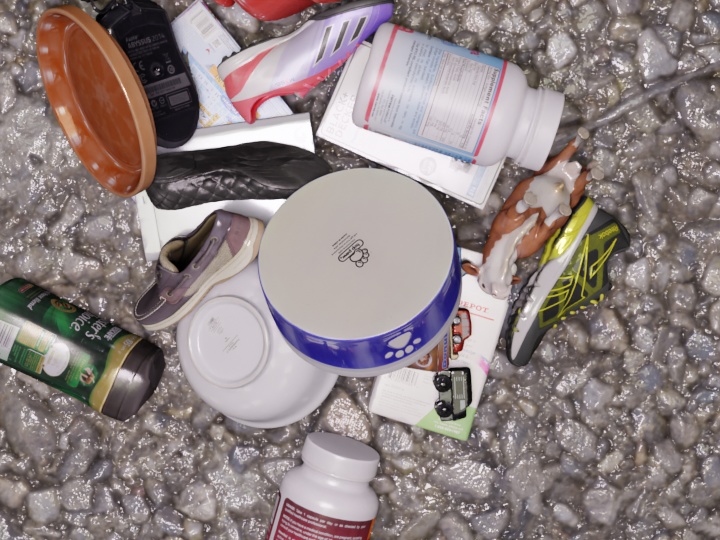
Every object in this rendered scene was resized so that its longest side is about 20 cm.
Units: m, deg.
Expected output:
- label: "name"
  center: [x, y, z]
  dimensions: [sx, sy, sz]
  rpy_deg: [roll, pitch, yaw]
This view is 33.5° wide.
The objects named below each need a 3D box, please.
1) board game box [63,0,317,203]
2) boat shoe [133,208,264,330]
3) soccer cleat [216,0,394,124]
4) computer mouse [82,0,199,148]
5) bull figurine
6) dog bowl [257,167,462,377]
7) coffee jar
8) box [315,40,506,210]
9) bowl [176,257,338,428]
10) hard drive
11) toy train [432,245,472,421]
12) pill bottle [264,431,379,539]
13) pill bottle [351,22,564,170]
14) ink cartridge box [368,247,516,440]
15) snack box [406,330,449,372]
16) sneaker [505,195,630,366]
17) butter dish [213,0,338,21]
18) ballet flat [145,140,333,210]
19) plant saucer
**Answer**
- label: "board game box"
  center: [-0.184, -0.155, 1.310]
  dimensions: [0.199, 0.041, 0.200]
  rpy_deg: [-39, 94, 5]
- label: "boat shoe"
  center: [-0.181, -0.005, 1.244]
  dimensions: [0.065, 0.072, 0.200]
  rpy_deg: [33, 133, -29]
- label: "soccer cleat"
  center: [-0.049, -0.222, 1.242]
  dimensions: [0.199, 0.068, 0.074]
  rpy_deg: [-23, 89, 8]
- label: "computer mouse"
  center: [-0.226, -0.223, 1.240]
  dimensions: [0.053, 0.138, 0.201]
  rpy_deg: [-6, 102, 46]
- label: "bull figurine"
  center: [0.183, -0.059, 1.240]
  dimensions: [0.065, 0.121, 0.200]
  rpy_deg: [38, 57, -2]
- label: "dog bowl"
  center: [0.000, 0.000, 1.191]
  dimensions: [0.198, 0.079, 0.201]
  rpy_deg: [-5, 60, 8]
- label: "coffee jar"
  center: [-0.315, 0.087, 1.310]
  dimensions: [0.199, 0.104, 0.086]
  rpy_deg: [27, 99, -2]
- label: "box"
  center: [0.063, -0.157, 1.293]
  dimensions: [0.199, 0.060, 0.117]
  rpy_deg: [25, 96, -1]
- label: "bowl"
  center: [-0.122, 0.073, 1.279]
  dimensions: [0.200, 0.090, 0.203]
  rpy_deg: [0, 91, 20]
- label: "hard drive"
  center: [-0.142, -0.090, 1.283]
  dimensions: [0.198, 0.027, 0.133]
  rpy_deg: [-8, 98, 1]
- label: "toy train"
  center: [0.096, 0.060, 1.260]
  dimensions: [0.045, 0.034, 0.202]
  rpy_deg: [-4, 96, 0]
- label: "pill bottle"
  center: [-0.045, 0.288, 1.319]
  dimensions: [0.112, 0.113, 0.201]
  rpy_deg: [16, 97, 0]
- label: "pill bottle"
  center: [0.098, -0.170, 1.206]
  dimensions: [0.199, 0.109, 0.109]
  rpy_deg: [18, 97, -1]
- label: "ink cartridge box"
  center: [0.090, 0.070, 1.313]
  dimensions: [0.116, 0.067, 0.201]
  rpy_deg: [17, 97, 0]
- label: "snack box"
  center: [0.008, 0.060, 1.282]
  dimensions: [0.199, 0.024, 0.072]
  rpy_deg: [6, 97, 37]
- label: "sneaker"
  center: [0.226, 0.022, 1.300]
  dimensions: [0.084, 0.074, 0.201]
  rpy_deg: [27, 96, -2]
- label: "butter dish"
  center: [-0.104, -0.331, 1.236]
  dimensions: [0.148, 0.200, 0.200]
  rpy_deg: [-37, 93, 28]
- label: "ballet flat"
  center: [-0.127, -0.096, 1.251]
  dimensions: [0.198, 0.057, 0.067]
  rpy_deg: [-1, 54, -1]
- label: "plant saucer"
  center: [-0.263, -0.171, 1.206]
  dimensions: [0.032, 0.200, 0.201]
  rpy_deg: [-30, 95, -30]
